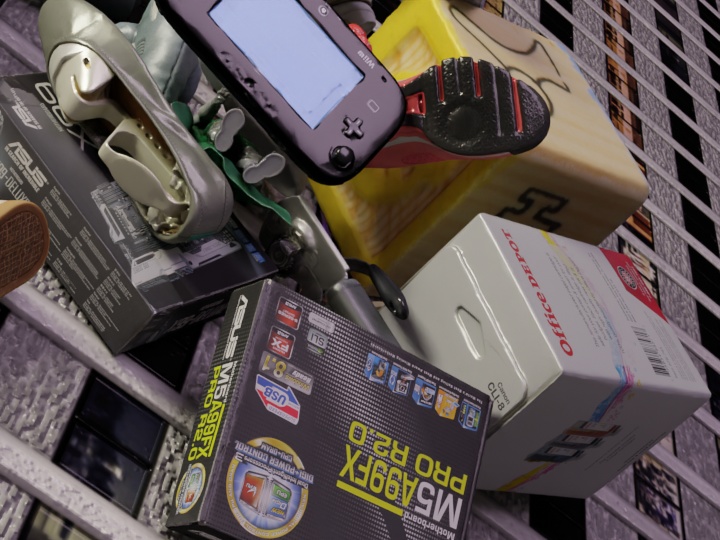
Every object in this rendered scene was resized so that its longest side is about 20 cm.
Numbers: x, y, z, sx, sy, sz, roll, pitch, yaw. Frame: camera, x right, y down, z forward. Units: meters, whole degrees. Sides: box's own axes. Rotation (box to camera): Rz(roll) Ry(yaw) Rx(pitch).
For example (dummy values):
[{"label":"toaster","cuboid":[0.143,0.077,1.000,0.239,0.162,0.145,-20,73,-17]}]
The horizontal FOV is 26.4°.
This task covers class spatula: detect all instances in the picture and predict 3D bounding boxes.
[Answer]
[{"label":"spatula","cuboid":[0.000,0.000,1.161,0.200,0.020,0.057,36,-34,65]}]

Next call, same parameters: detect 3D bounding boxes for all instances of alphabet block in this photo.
[{"label":"alphabet block","cuboid":[0.092,-0.093,1.323,0.199,0.196,0.196,14,39,-44]}]

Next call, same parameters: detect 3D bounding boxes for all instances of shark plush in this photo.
[{"label":"shark plush","cuboid":[-0.121,-0.197,1.198,0.091,0.200,0.083,44,-6,-23]}]

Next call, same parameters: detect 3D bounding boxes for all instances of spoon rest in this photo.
[{"label":"spoon rest","cuboid":[-0.086,-0.136,1.193,0.060,0.201,0.099,-31,47,-20]}]

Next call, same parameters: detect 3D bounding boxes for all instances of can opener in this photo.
[{"label":"can opener","cuboid":[-0.006,0.031,1.118,0.067,0.053,0.201,-6,58,-57]}]

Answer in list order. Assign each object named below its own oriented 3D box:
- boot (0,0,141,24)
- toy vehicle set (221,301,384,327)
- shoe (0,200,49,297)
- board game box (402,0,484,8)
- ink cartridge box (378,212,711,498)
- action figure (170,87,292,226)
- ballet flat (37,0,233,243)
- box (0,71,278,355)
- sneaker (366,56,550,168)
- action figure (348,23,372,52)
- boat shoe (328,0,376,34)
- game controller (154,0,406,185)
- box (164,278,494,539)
[{"label":"boot","cuboid":[-0.239,-0.236,1.182,0.167,0.077,0.201,21,30,-32]},{"label":"toy vehicle set","cuboid":[-0.002,0.081,1.143,0.199,0.027,0.125,1,51,-53]},{"label":"shoe","cuboid":[-0.255,0.009,0.874,0.053,0.071,0.200,8,22,24]},{"label":"board game box","cuboid":[0.018,-0.274,1.340,0.198,0.042,0.200,17,3,1]},{"label":"ink cartridge box","cuboid":[0.131,0.070,1.155,0.199,0.145,0.146,14,42,-46]},{"label":"action figure","cuboid":[-0.099,-0.092,1.144,0.118,0.055,0.200,50,-4,-13]},{"label":"ballet flat","cuboid":[-0.161,-0.102,1.018,0.201,0.067,0.064,51,35,7]},{"label":"box","cuboid":[-0.168,-0.049,1.062,0.201,0.050,0.157,52,28,11]},{"label":"sneaker","cuboid":[0.047,-0.116,1.175,0.087,0.197,0.075,34,56,-77]},{"label":"action figure","cuboid":[-0.032,-0.152,1.226,0.065,0.200,0.052,-35,92,-21]},{"label":"boat shoe","cuboid":[-0.040,-0.207,1.432,0.069,0.075,0.199,52,37,7]},{"label":"game controller","cuboid":[-0.055,-0.157,1.095,0.200,0.042,0.104,47,71,-9]},{"label":"box","cuboid":[-0.013,0.120,0.981,0.199,0.044,0.162,29,62,-29]}]
